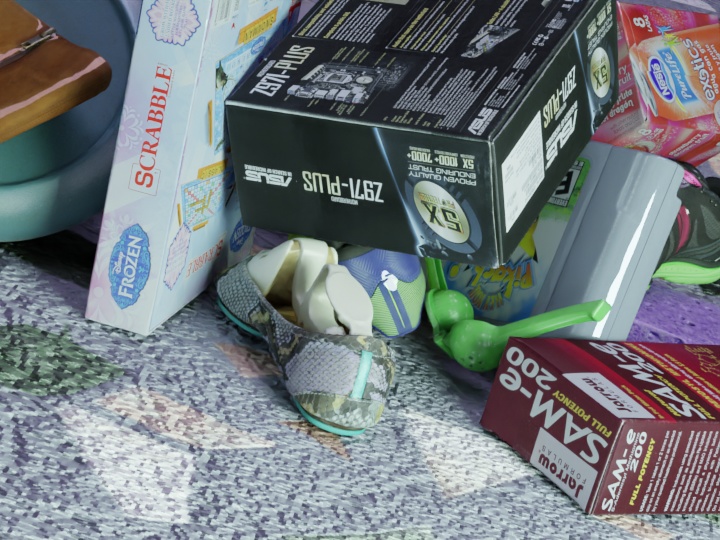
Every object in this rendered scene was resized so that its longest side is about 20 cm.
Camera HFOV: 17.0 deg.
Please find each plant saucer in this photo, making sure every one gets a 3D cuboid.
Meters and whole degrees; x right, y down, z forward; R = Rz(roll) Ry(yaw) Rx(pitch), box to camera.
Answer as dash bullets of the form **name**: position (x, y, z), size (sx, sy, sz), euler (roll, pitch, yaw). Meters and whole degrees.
- **plant saucer**: position (-0.205, -0.114, 1.400), size (0.200, 0.200, 0.027), euler (20, -19, 10)

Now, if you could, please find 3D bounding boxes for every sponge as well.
- **sponge**: position (0.157, 0.021, 1.586), size (0.200, 0.030, 0.112), euler (22, 17, 13)

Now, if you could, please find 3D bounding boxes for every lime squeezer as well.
- **lime squeezer**: position (0.066, 0.018, 1.411), size (0.038, 0.071, 0.200), euler (22, 4, -31)

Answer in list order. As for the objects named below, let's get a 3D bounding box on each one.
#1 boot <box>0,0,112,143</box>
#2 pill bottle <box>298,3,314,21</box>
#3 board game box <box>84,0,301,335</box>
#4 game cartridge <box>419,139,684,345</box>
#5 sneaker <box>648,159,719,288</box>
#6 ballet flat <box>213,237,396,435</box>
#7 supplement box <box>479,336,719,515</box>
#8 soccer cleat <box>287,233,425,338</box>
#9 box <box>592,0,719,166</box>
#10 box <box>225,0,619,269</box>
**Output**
- **boot**: position (-0.269, -0.107, 1.334), size (0.188, 0.069, 0.200), euler (28, 53, 29)
- **pill bottle**: position (-0.045, -0.112, 1.662), size (0.111, 0.112, 0.200), euler (17, 17, -1)
- **board game box**: position (-0.090, -0.084, 1.379), size (0.041, 0.200, 0.200), euler (15, 16, 11)
- **game cartridge**: position (0.102, -0.018, 1.454), size (0.040, 0.134, 0.200), euler (21, -3, -35)
- **sneaker**: position (0.190, -0.034, 1.597), size (0.077, 0.084, 0.200), euler (25, 17, 27)
- **ballet flat**: position (-0.027, 0.021, 1.341), size (0.072, 0.072, 0.200), euler (10, 19, -24)
- **supplement box**: position (0.180, 0.087, 1.352), size (0.200, 0.061, 0.109), euler (3, 22, -36)
- **soccer cleat**: position (-0.001, 0.000, 1.466), size (0.065, 0.084, 0.200), euler (-25, 8, -4)
- **box**: position (0.158, -0.099, 1.667), size (0.100, 0.200, 0.096), euler (3, 67, -37)
- **box**: position (0.041, -0.099, 1.392), size (0.163, 0.086, 0.200), euler (10, 37, 22)
